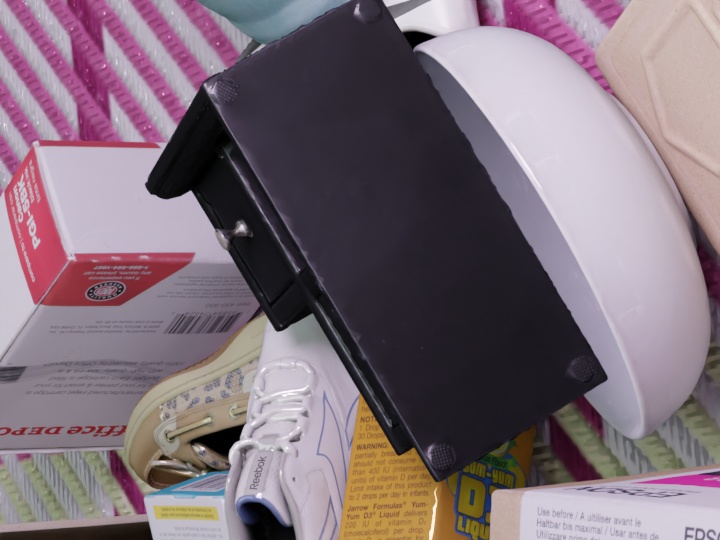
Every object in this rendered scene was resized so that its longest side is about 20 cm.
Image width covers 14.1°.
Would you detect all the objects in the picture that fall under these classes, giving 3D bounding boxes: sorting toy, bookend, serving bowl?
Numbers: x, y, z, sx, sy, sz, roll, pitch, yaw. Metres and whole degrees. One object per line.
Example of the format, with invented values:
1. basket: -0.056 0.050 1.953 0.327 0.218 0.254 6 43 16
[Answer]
1. sorting toy: 0.181 -0.061 1.186 0.185 0.036 0.200 59 155 16
2. bookend: 0.000 0.000 1.337 0.199 0.092 0.200 59 165 3
3. serving bowl: 0.099 -0.027 1.289 0.200 0.066 0.200 60 174 10

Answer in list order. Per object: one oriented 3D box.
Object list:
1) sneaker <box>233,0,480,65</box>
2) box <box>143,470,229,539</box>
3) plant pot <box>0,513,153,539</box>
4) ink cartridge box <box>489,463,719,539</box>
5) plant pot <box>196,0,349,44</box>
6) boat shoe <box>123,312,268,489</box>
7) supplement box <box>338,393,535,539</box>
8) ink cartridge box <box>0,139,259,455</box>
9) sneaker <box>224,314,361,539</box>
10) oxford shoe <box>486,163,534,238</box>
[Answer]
1. sneaker: -0.005 -0.095 1.486 0.200 0.074 0.089 -48 51 47
2. box: -0.053 0.209 1.556 0.082 0.049 0.201 -5 100 54
3. plant pot: -0.174 0.240 1.665 0.177 0.199 0.201 172 95 -67
4. ink cartridge box: 0.173 0.120 1.147 0.200 0.164 0.075 1 92 56
5. plant pot: -0.062 -0.231 1.453 0.200 0.134 0.201 -41 36 39
6. boat shoe: -0.067 0.082 1.588 0.200 0.073 0.063 -42 55 48
7. supplement box: 0.033 0.130 1.390 0.069 0.066 0.201 -10 66 42
8. ink cartridge box: -0.149 0.017 1.643 0.200 0.146 0.083 -50 50 44
9. sneaker: -0.026 0.090 1.418 0.074 0.087 0.201 -9 71 28
10. oxford shoe: 0.017 -0.026 1.463 0.200 0.071 0.073 -19 80 55
